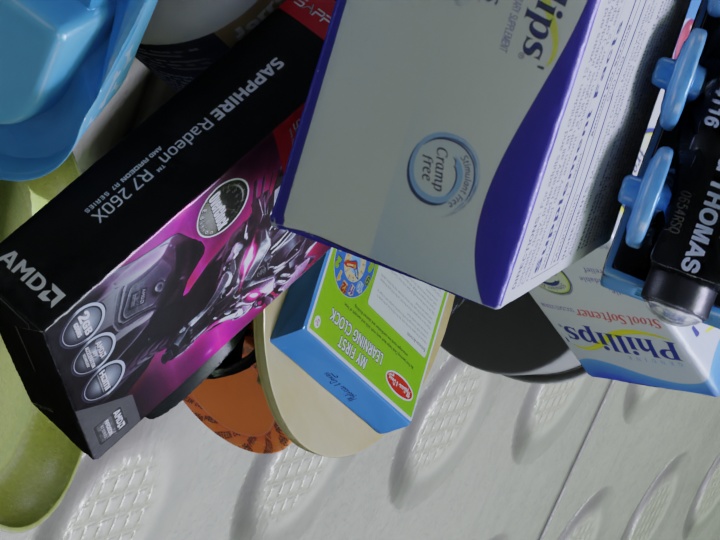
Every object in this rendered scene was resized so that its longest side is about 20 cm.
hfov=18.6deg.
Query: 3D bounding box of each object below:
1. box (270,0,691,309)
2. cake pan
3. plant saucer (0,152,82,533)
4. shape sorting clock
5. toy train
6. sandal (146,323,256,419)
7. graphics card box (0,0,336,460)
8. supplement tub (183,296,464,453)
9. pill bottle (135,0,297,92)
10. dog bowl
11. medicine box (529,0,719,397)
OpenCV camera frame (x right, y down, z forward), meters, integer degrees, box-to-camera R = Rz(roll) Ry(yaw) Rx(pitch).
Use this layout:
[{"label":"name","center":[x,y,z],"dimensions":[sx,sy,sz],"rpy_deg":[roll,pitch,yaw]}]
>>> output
[{"label":"box","center":[0.066,-0.098,0.928],"dimensions":[0.200,0.105,0.184],"rpy_deg":[-25,134,-69]},{"label":"cake pan","center":[0.090,-0.025,1.357],"dimensions":[0.037,0.200,0.200],"rpy_deg":[-16,132,-47]},{"label":"plant saucer","center":[-0.166,0.017,0.992],"dimensions":[0.200,0.031,0.200],"rpy_deg":[-1,90,-75]},{"label":"shape sorting clock","center":[0.000,0.000,1.162],"dimensions":[0.200,0.039,0.200],"rpy_deg":[-21,114,-59]},{"label":"toy train","center":[0.168,-0.068,0.974],"dimensions":[0.114,0.087,0.200],"rpy_deg":[70,40,-84]},{"label":"sandal","center":[-0.053,0.004,1.159],"dimensions":[0.048,0.075,0.200],"rpy_deg":[45,54,-22]},{"label":"graphics card box","center":[-0.070,-0.021,0.963],"dimensions":[0.200,0.051,0.125],"rpy_deg":[-41,155,-19]},{"label":"supplement tub","center":[-0.016,0.009,1.273],"dimensions":[0.200,0.122,0.123],"rpy_deg":[-43,152,-37]},{"label":"pill bottle","center":[-0.070,-0.143,0.989],"dimensions":[0.116,0.116,0.200],"rpy_deg":[-60,157,-3]},{"label":"dog bowl","center":[-0.127,-0.126,0.865],"dimensions":[0.050,0.111,0.200],"rpy_deg":[-44,167,-48]},{"label":"medicine box","center":[0.163,-0.064,1.215],"dimensions":[0.182,0.103,0.200],"rpy_deg":[-53,124,-22]}]
